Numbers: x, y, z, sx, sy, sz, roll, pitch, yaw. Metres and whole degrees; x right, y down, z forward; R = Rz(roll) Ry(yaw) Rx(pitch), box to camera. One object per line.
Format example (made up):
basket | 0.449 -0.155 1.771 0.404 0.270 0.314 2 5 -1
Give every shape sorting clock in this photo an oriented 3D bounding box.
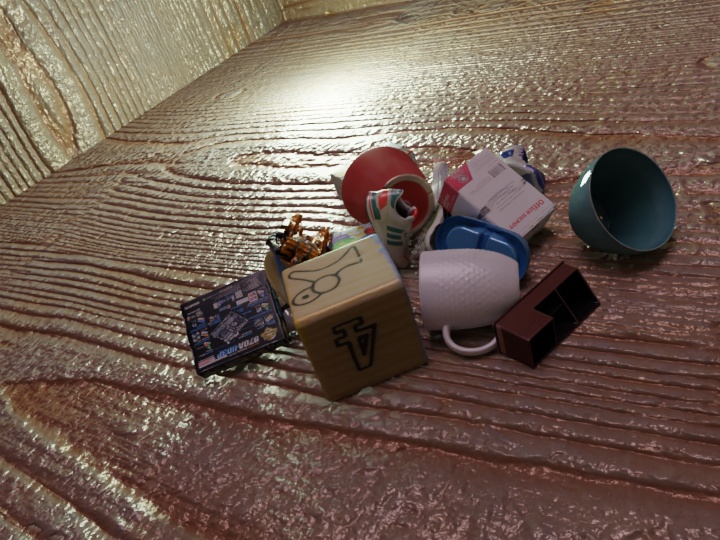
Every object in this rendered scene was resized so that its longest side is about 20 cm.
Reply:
shape sorting clock | -0.116 0.027 1.433 0.039 0.199 0.201 -45 19 31

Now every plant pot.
plant pot | 0.073 -0.171 1.575 0.199 0.201 0.177 -25 27 -8
plant pot | 0.480 -0.117 1.320 0.200 0.201 0.135 -36 1 -24

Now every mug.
mug | 0.202 0.057 1.251 0.174 0.148 0.202 -3 65 12

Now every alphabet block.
alphabet block | -0.013 0.083 1.260 0.199 0.197 0.196 -21 31 -1

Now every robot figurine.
robot figurine | -0.120 -0.056 1.427 0.058 0.144 0.200 -61 9 18

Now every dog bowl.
dog bowl | 0.247 -0.043 1.368 0.199 0.112 0.049 23 25 29

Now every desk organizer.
desk organizer | 0.328 0.075 1.201 0.200 0.072 0.077 -37 38 -24

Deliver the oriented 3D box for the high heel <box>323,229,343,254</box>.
high heel | -0.104 -0.030 1.585 0.199 0.072 0.142 -9 24 47

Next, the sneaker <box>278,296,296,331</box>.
sneaker | -0.149 0.058 1.487 0.079 0.074 0.201 -12 33 17

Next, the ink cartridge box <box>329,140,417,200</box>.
ink cartridge box | 0.029 -0.261 1.851 0.199 0.084 0.175 -31 33 -15

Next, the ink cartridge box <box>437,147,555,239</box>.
ink cartridge box | 0.285 -0.140 1.445 0.145 0.085 0.200 -38 70 -25

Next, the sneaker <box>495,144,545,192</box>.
sneaker | 0.376 -0.254 1.653 0.115 0.081 0.199 -36 34 -20

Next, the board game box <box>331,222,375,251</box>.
board game box | 0.000 0.000 1.460 0.102 0.105 0.201 -16 32 8

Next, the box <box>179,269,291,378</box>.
box | -0.258 0.109 1.406 0.199 0.046 0.160 -23 68 5

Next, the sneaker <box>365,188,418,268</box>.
sneaker | 0.084 -0.087 1.451 0.093 0.201 0.071 -10 35 24

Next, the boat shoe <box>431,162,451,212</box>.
boat shoe | 0.212 -0.198 1.683 0.071 0.070 0.202 0 40 11

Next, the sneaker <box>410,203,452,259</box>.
sneaker | 0.158 -0.089 1.498 0.088 0.077 0.200 -20 22 35
